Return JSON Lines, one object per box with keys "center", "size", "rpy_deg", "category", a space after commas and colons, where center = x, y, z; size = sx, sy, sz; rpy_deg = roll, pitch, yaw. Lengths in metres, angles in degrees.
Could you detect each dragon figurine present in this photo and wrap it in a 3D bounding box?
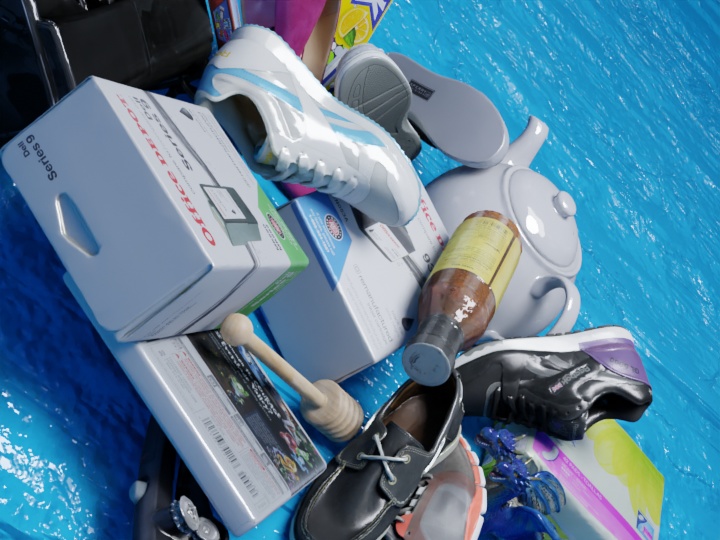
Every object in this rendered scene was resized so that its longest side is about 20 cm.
{"center": [0.143, 0.210, 1.123], "size": [0.200, 0.099, 0.059], "rpy_deg": [44, 35, -30], "category": "dragon figurine"}

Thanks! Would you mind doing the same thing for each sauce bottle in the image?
{"center": [0.081, 0.021, 1.083], "size": [0.066, 0.066, 0.200], "rpy_deg": [51, 35, -10], "category": "sauce bottle"}

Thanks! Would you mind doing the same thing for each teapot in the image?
{"center": [0.148, -0.027, 1.286], "size": [0.201, 0.145, 0.197], "rpy_deg": [60, 33, 1], "category": "teapot"}

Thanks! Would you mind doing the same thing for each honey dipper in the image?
{"center": [-0.051, 0.076, 0.974], "size": [0.200, 0.038, 0.038], "rpy_deg": [49, 26, -54], "category": "honey dipper"}

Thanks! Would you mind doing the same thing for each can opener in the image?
{"center": [-0.124, 0.138, 0.868], "size": [0.063, 0.078, 0.201], "rpy_deg": [37, 28, -29], "category": "can opener"}

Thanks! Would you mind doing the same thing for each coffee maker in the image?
{"center": [-0.195, -0.155, 0.951], "size": [0.193, 0.134, 0.200], "rpy_deg": [54, 34, -7], "category": "coffee maker"}

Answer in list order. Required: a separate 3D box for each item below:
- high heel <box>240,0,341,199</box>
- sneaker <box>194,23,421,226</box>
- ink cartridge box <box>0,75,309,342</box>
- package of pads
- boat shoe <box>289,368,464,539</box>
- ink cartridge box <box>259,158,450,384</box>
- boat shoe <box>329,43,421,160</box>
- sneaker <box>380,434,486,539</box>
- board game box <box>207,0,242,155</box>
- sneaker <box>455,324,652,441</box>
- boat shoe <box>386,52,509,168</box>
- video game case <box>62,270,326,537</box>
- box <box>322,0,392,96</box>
{"center": [-0.041, -0.156, 1.145], "size": [0.067, 0.095, 0.202], "rpy_deg": [-36, 115, -56], "category": "high heel"}
{"center": [-0.041, -0.094, 1.021], "size": [0.199, 0.076, 0.081], "rpy_deg": [39, 58, -9], "category": "sneaker"}
{"center": [-0.129, -0.038, 0.881], "size": [0.147, 0.084, 0.200], "rpy_deg": [56, 12, 7], "category": "ink cartridge box"}
{"center": [0.207, 0.193, 1.252], "size": [0.200, 0.068, 0.155], "rpy_deg": [47, 35, -17], "category": "package of pads"}
{"center": [0.015, 0.145, 1.007], "size": [0.072, 0.068, 0.200], "rpy_deg": [34, 48, 17], "category": "boat shoe"}
{"center": [0.000, 0.000, 1.120], "size": [0.200, 0.083, 0.146], "rpy_deg": [-25, 87, -57], "category": "ink cartridge box"}
{"center": [0.009, -0.156, 1.230], "size": [0.065, 0.074, 0.202], "rpy_deg": [59, 3, 22], "category": "boat shoe"}
{"center": [0.046, 0.199, 1.037], "size": [0.081, 0.077, 0.201], "rpy_deg": [27, 41, -25], "category": "sneaker"}
{"center": [-0.108, -0.201, 1.086], "size": [0.201, 0.019, 0.104], "rpy_deg": [84, -1, -52], "category": "board game box"}
{"center": [0.160, 0.109, 1.162], "size": [0.076, 0.198, 0.088], "rpy_deg": [86, -11, -50], "category": "sneaker"}
{"center": [0.082, -0.155, 1.312], "size": [0.200, 0.069, 0.057], "rpy_deg": [42, -2, 39], "category": "boat shoe"}
{"center": [-0.107, 0.076, 0.911], "size": [0.201, 0.023, 0.182], "rpy_deg": [55, 12, 5], "category": "video game case"}
{"center": [-0.012, -0.264, 1.226], "size": [0.070, 0.201, 0.064], "rpy_deg": [31, 2, -34], "category": "box"}
